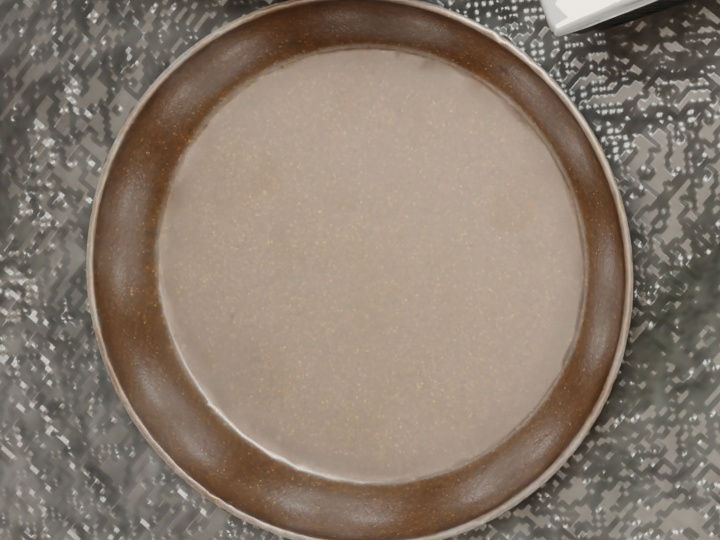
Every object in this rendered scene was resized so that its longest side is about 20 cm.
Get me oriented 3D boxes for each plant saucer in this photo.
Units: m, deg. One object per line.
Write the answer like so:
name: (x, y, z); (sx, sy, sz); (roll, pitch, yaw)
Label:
plant saucer: (0.000, 0.000, 0.743); (0.200, 0.034, 0.200); (2, 98, 12)

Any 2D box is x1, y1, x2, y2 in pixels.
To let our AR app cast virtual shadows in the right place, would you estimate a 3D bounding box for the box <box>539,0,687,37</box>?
box: (0.082, -0.187, 0.659); (0.101, 0.112, 0.200); (-20, 92, 16)
